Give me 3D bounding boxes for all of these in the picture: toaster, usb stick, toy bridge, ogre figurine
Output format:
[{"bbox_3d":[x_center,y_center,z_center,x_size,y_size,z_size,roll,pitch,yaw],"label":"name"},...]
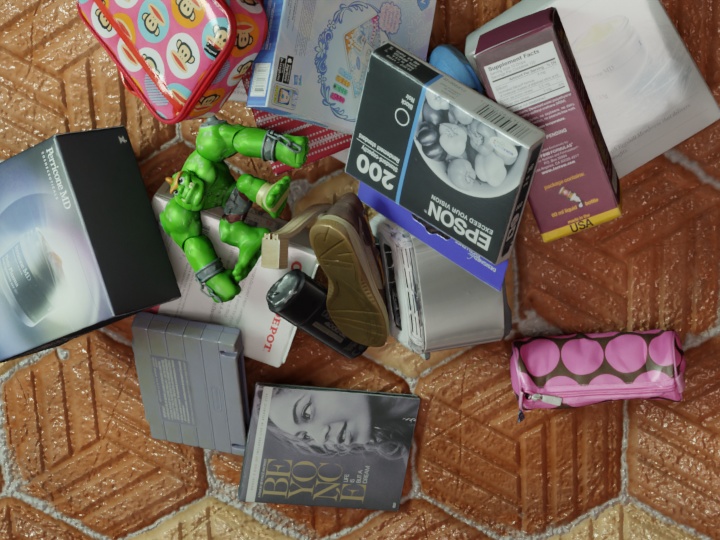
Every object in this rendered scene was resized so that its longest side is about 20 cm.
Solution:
[{"bbox_3d":[0.085,-0.003,1.639,0.128,0.114,0.203,-15,113,-20],"label":"toaster"},{"bbox_3d":[-0.040,0.050,1.660,0.056,0.200,0.033,-47,57,4],"label":"usb stick"},{"bbox_3d":[-0.032,-0.039,1.632,0.027,0.199,0.068,6,96,39],"label":"toy bridge"},{"bbox_3d":[-0.144,-0.075,1.591,0.119,0.098,0.201,32,131,10],"label":"ogre figurine"}]

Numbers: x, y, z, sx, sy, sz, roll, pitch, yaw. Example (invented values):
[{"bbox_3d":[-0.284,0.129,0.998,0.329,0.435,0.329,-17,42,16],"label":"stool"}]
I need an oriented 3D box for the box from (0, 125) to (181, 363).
[{"bbox_3d":[-0.328,-0.028,1.624,0.197,0.123,0.202,-20,88,32],"label":"box"}]

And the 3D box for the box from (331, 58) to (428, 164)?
[{"bbox_3d":[0.015,-0.183,1.649,0.198,0.036,0.145,27,107,-6],"label":"box"}]

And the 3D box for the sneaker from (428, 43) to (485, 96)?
[{"bbox_3d":[0.094,-0.140,1.568,0.077,0.066,0.203,-11,81,-21],"label":"sneaker"}]

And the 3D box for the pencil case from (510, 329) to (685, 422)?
[{"bbox_3d":[0.269,0.117,1.693,0.197,0.094,0.092,-7,107,6],"label":"pencil case"}]

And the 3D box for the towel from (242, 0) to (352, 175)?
[{"bbox_3d":[-0.057,-0.216,1.585,0.143,0.022,0.202,-21,115,-9],"label":"towel"}]

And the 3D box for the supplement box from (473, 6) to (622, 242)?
[{"bbox_3d":[0.187,-0.146,1.479,0.085,0.110,0.202,-19,104,14],"label":"supplement box"}]

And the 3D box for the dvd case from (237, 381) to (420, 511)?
[{"bbox_3d":[-0.037,0.209,1.760,0.197,0.016,0.151,6,109,-13],"label":"dvd case"}]

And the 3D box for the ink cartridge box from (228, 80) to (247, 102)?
[{"bbox_3d":[-0.167,-0.293,1.603,0.142,0.085,0.203,7,107,3],"label":"ink cartridge box"}]

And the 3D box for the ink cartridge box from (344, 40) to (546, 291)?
[{"bbox_3d":[0.075,-0.095,1.484,0.197,0.043,0.202,33,134,24],"label":"ink cartridge box"}]

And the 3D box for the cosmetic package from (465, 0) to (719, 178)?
[{"bbox_3d":[0.243,-0.206,1.578,0.198,0.123,0.201,-31,101,13],"label":"cosmetic package"}]

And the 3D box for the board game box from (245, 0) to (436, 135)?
[{"bbox_3d":[-0.014,-0.245,1.536,0.197,0.043,0.203,11,89,-40],"label":"board game box"}]

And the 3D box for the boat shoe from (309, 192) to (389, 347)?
[{"bbox_3d":[0.000,0.000,1.599,0.071,0.072,0.201,10,141,27],"label":"boat shoe"}]

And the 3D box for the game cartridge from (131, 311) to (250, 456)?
[{"bbox_3d":[-0.192,0.130,1.717,0.128,0.039,0.202,13,137,13],"label":"game cartridge"}]

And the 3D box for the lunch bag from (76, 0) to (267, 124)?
[{"bbox_3d":[-0.197,-0.251,1.508,0.201,0.082,0.177,52,126,16],"label":"lunch bag"}]

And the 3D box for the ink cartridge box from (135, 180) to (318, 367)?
[{"bbox_3d":[-0.154,0.003,1.696,0.198,0.083,0.148,20,108,-2],"label":"ink cartridge box"}]
